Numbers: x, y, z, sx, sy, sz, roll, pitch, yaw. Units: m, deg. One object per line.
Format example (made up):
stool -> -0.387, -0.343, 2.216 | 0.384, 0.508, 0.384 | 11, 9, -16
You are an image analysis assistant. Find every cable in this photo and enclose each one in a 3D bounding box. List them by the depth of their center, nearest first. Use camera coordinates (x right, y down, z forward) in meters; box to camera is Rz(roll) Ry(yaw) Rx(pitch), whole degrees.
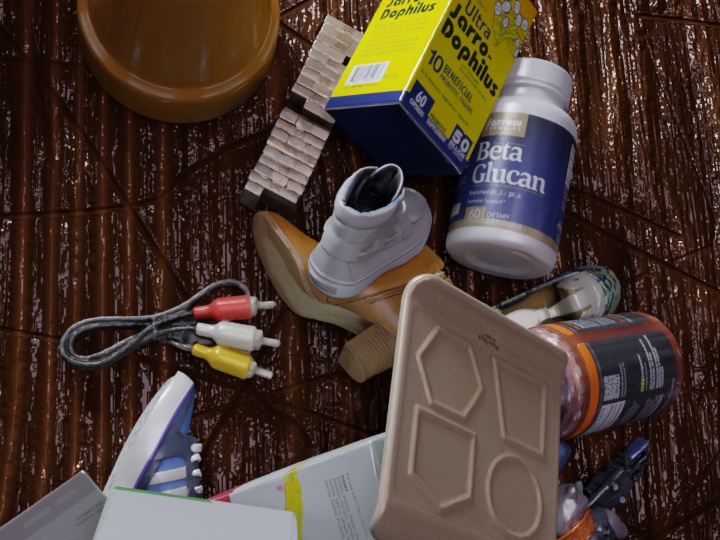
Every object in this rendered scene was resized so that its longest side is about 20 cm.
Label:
cable -> -0.173, 0.049, 0.930 | 0.197, 0.050, 0.099 | 4, 75, -13

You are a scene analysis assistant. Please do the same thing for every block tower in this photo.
block tower -> -0.053, -0.148, 1.002 | 0.057, 0.054, 0.202 | 26, 74, -5

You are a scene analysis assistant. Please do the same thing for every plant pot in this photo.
plant pot -> -0.166, -0.264, 0.935 | 0.197, 0.183, 0.203 | 3, 77, -12

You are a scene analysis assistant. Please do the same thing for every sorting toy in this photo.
sorting toy -> 0.087, 0.128, 0.779 | 0.184, 0.036, 0.202 | 28, 60, -32

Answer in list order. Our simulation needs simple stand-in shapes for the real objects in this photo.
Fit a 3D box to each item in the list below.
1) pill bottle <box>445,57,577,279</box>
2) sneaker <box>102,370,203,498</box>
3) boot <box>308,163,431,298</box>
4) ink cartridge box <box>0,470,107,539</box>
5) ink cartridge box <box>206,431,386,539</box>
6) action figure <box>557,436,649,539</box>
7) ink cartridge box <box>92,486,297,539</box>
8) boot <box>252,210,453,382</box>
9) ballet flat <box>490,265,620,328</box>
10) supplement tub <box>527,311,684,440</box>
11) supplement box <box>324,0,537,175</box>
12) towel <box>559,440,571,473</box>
pill bottle -> 0.156, -0.103, 1.008 | 0.110, 0.111, 0.203 | 15, 74, -9
sneaker -> -0.150, 0.209, 0.890 | 0.145, 0.080, 0.202 | 29, 69, -13
boot -> 0.025, -0.055, 0.930 | 0.073, 0.096, 0.200 | 30, 35, 11
ink cartridge box -> -0.238, 0.267, 0.805 | 0.199, 0.045, 0.177 | -34, 106, 6
ink cartridge box -> -0.002, 0.218, 0.830 | 0.145, 0.199, 0.146 | -7, 74, -53
action figure -> 0.242, 0.257, 0.942 | 0.194, 0.104, 0.200 | 46, 77, -17
ink cartridge box -> -0.134, 0.278, 0.749 | 0.143, 0.084, 0.203 | 10, 106, -7
boot -> 0.001, 0.000, 0.982 | 0.143, 0.071, 0.202 | -31, 77, -30
ballet flat -> 0.188, 0.045, 1.004 | 0.198, 0.074, 0.075 | -25, 83, -17
supplement tub -> 0.203, 0.099, 0.943 | 0.198, 0.107, 0.109 | -4, 77, -36
supplement box -> 0.072, -0.207, 0.990 | 0.109, 0.109, 0.202 | 41, 66, -37
towel -> 0.104, 0.217, 0.956 | 0.111, 0.049, 0.200 | 42, 73, -1
